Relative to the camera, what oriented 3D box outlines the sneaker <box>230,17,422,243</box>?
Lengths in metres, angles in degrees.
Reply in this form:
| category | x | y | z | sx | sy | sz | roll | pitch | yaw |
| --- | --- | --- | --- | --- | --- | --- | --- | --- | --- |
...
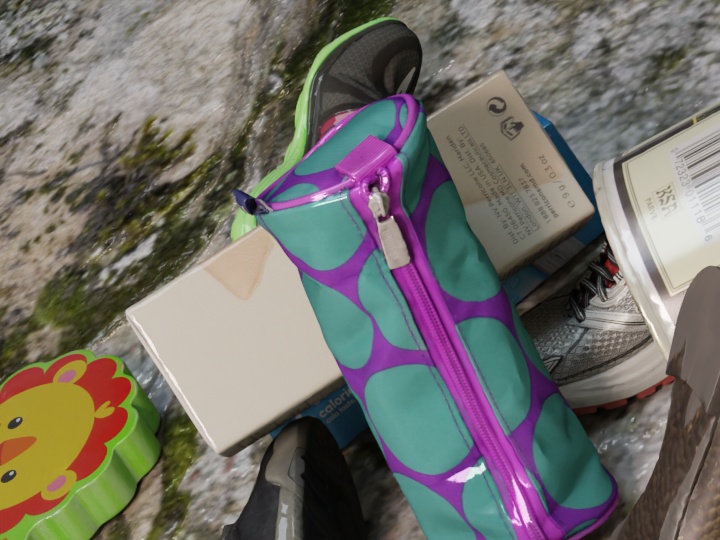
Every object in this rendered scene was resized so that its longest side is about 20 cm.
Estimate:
| category | x | y | z | sx | sy | sz | roll | pitch | yaw |
| --- | --- | --- | --- | --- | --- | --- | --- | --- | --- |
| sneaker | 0.000 | -0.057 | 1.282 | 0.084 | 0.077 | 0.200 | 3 | 49 | 26 |

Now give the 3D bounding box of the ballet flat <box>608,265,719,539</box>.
| category | x | y | z | sx | sy | sz | roll | pitch | yaw |
| --- | --- | --- | --- | --- | --- | --- | --- | --- | --- |
| ballet flat | 0.124 | 0.090 | 0.861 | 0.067 | 0.046 | 0.200 | -124 | 43 | -62 |

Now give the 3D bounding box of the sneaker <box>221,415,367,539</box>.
| category | x | y | z | sx | sy | sz | roll | pitch | yaw |
| --- | --- | --- | --- | --- | --- | --- | --- | --- | --- |
| sneaker | -0.058 | 0.149 | 1.035 | 0.114 | 0.076 | 0.200 | -17 | 40 | 22 |

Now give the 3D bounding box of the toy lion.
| category | x | y | z | sx | sy | sz | roll | pitch | yaw |
| --- | --- | --- | --- | --- | --- | --- | --- | --- | --- |
| toy lion | -0.198 | 0.127 | 1.246 | 0.191 | 0.069 | 0.200 | -18 | 34 | 18 |

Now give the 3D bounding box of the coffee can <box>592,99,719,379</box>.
| category | x | y | z | sx | sy | sz | roll | pitch | yaw |
| --- | --- | --- | --- | --- | --- | --- | --- | --- | --- |
| coffee can | 0.212 | -0.025 | 0.911 | 0.200 | 0.146 | 0.146 | -29 | 31 | 17 |

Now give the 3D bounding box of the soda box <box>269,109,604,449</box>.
| category | x | y | z | sx | sy | sz | roll | pitch | yaw |
| --- | --- | --- | --- | --- | --- | --- | --- | --- | --- |
| soda box | 0.023 | 0.005 | 1.154 | 0.200 | 0.068 | 0.064 | -39 | 27 | -2 |

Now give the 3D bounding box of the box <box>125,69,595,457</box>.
| category | x | y | z | sx | sy | sz | roll | pitch | yaw |
| --- | --- | --- | --- | --- | --- | --- | --- | --- | --- |
| box | 0.000 | 0.000 | 1.065 | 0.200 | 0.078 | 0.095 | -32 | -4 | -4 |

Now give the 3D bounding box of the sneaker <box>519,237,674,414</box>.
| category | x | y | z | sx | sy | sz | roll | pitch | yaw |
| --- | --- | --- | --- | --- | --- | --- | --- | --- | --- |
| sneaker | 0.134 | -0.012 | 1.044 | 0.200 | 0.082 | 0.078 | -36 | 30 | 6 |

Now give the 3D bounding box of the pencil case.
| category | x | y | z | sx | sy | sz | roll | pitch | yaw |
| --- | --- | --- | --- | --- | --- | --- | --- | --- | --- |
| pencil case | 0.031 | 0.033 | 0.974 | 0.085 | 0.200 | 0.092 | -29 | 14 | -4 |
